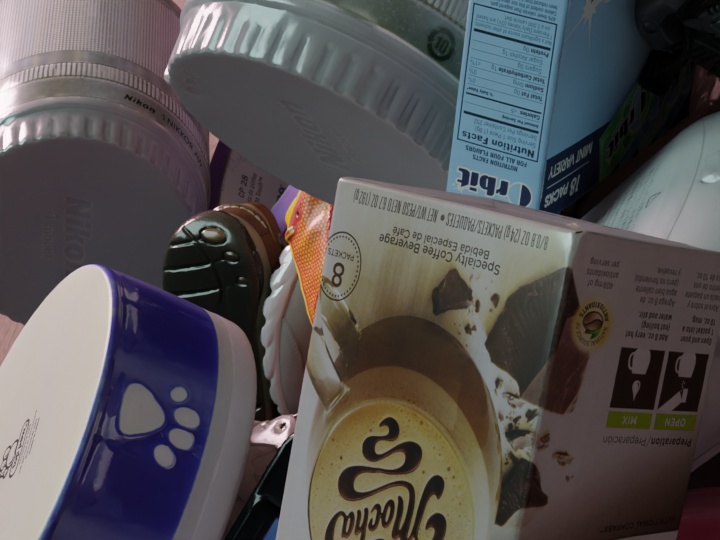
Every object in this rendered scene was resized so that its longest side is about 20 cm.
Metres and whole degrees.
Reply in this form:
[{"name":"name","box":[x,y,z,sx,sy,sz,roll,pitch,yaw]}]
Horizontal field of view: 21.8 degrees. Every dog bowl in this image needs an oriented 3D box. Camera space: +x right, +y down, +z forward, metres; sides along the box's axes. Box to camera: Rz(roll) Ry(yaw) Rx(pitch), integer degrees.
[{"name":"dog bowl","box":[-0.133,0.102,0.895,0.200,0.078,0.201,-48,27,34]}]

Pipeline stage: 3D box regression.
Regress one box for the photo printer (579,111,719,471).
[{"name":"photo printer","box":[0.095,0.031,0.718,0.200,0.069,0.167,-43,9,36]}]

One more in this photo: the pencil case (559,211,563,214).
[{"name":"pencil case","box":[0.069,-0.051,0.903,0.077,0.089,0.202,-3,60,32]}]

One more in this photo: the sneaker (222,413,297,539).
[{"name":"sneaker","box":[-0.052,0.112,0.975,0.199,0.075,0.100,25,82,42]}]

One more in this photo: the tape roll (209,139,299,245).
[{"name":"tape roll","box":[-0.025,-0.071,1.137,0.200,0.065,0.201,-46,30,36]}]

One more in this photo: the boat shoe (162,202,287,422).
[{"name":"boat shoe","box":[-0.068,0.056,1.052,0.074,0.075,0.202,-40,-40,-60]}]

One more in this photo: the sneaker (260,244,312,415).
[{"name":"sneaker","box":[0.004,-0.002,0.995,0.075,0.081,0.202,-26,-47,-65]}]

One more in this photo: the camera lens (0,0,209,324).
[{"name":"camera lens","box":[-0.173,-0.079,1.156,0.160,0.159,0.201,-51,26,28]}]

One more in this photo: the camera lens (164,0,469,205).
[{"name":"camera lens","box":[0.022,-0.141,0.823,0.160,0.159,0.201,-8,54,63]}]

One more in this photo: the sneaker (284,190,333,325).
[{"name":"sneaker","box":[0.000,0.000,0.932,0.077,0.073,0.202,-6,74,33]}]

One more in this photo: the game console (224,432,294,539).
[{"name":"game console","box":[-0.011,0.198,0.781,0.201,0.175,0.116,-58,-5,12]}]

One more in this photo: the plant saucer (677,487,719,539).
[{"name":"plant saucer","box":[0.108,0.175,0.621,0.200,0.051,0.202,-45,31,36]}]

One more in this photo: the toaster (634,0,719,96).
[{"name":"toaster","box":[0.188,-0.138,0.696,0.200,0.113,0.130,-21,44,65]}]

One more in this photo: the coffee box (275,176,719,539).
[{"name":"coffee box","box":[0.037,0.080,0.607,0.113,0.079,0.202,15,97,48]}]

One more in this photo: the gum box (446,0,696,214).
[{"name":"gum box","box":[0.100,-0.138,0.746,0.170,0.044,0.202,-33,-44,-54]}]
